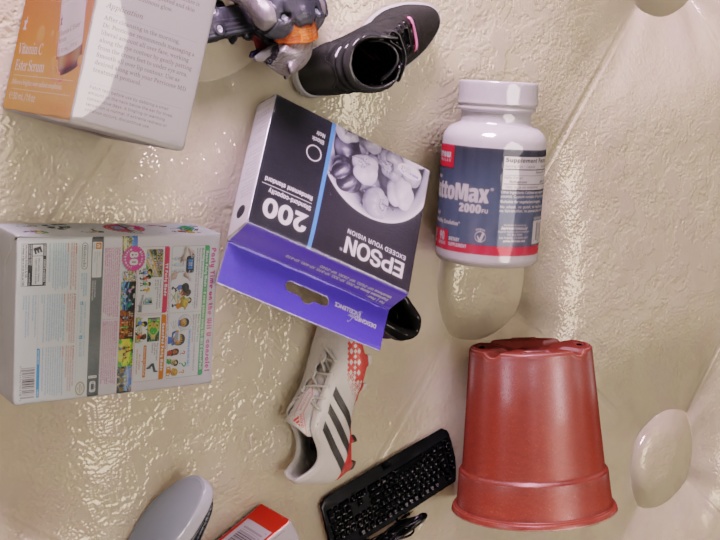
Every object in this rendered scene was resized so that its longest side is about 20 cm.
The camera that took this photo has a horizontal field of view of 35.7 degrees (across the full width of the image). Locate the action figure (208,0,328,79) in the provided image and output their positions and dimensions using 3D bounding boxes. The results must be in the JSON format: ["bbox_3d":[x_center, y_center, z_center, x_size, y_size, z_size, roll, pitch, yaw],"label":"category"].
[{"bbox_3d":[-0.102,-0.270,1.043,0.199,0.104,0.196,-29,107,-33],"label":"action figure"}]

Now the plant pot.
[{"bbox_3d":[0.204,0.186,1.336,0.199,0.200,0.198,-5,94,-37],"label":"plant pot"}]

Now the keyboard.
[{"bbox_3d":[0.046,0.273,1.314,0.199,0.039,0.105,-25,114,-31],"label":"keyboard"}]

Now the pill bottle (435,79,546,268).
[{"bbox_3d":[0.148,-0.111,1.262,0.118,0.119,0.203,-4,101,-37],"label":"pill bottle"}]

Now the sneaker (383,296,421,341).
[{"bbox_3d":[0.000,0.000,1.187,0.076,0.087,0.200,-54,126,-16],"label":"sneaker"}]

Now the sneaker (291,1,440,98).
[{"bbox_3d":[0.032,-0.228,1.158,0.199,0.099,0.072,-30,115,-31],"label":"sneaker"}]

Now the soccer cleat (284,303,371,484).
[{"bbox_3d":[-0.041,0.135,1.199,0.084,0.068,0.203,-7,108,-41],"label":"soccer cleat"}]

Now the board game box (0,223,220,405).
[{"bbox_3d":[-0.231,0.034,1.027,0.198,0.064,0.150,-2,101,-37],"label":"board game box"}]

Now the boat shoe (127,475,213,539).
[{"bbox_3d":[-0.193,0.305,1.116,0.091,0.071,0.201,40,81,-38],"label":"boat shoe"}]

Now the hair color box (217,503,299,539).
[{"bbox_3d":[-0.097,0.368,1.205,0.110,0.064,0.202,-35,118,-29],"label":"hair color box"}]

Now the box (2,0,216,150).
[{"bbox_3d":[-0.205,-0.215,0.937,0.105,0.151,0.203,11,92,-38],"label":"box"}]

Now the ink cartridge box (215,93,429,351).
[{"bbox_3d":[-0.032,-0.047,1.117,0.196,0.043,0.203,23,65,-27],"label":"ink cartridge box"}]
